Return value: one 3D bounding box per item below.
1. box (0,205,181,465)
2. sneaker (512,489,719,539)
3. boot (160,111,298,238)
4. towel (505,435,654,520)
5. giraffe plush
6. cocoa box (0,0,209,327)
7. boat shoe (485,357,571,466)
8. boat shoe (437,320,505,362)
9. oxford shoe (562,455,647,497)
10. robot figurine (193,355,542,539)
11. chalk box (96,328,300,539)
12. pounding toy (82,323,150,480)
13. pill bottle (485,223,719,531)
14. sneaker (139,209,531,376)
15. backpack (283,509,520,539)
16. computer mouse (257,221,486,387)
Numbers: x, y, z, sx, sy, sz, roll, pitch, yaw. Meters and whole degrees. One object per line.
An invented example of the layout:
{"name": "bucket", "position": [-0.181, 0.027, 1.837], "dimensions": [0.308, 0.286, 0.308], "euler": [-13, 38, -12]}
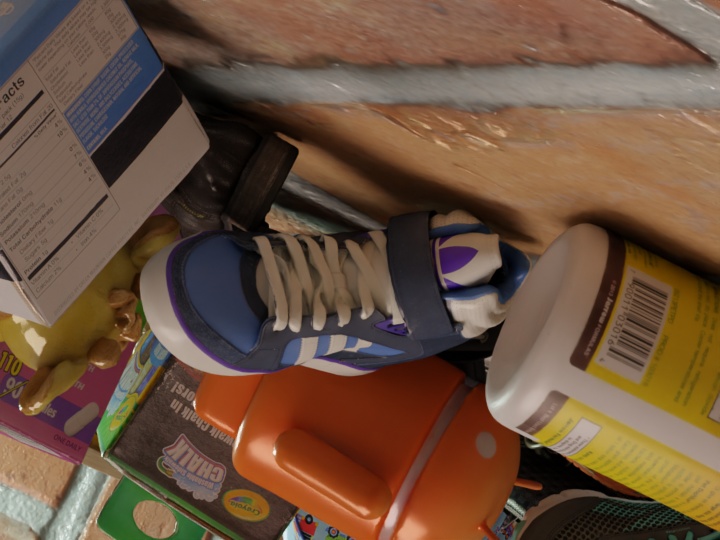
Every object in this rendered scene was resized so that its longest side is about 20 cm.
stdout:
{"name": "box", "position": [-0.210, -0.015, 1.639], "dimensions": [0.176, 0.201, 0.096], "euler": [33, 168, -40]}
{"name": "sneaker", "position": [0.172, 0.164, 1.601], "dimensions": [0.199, 0.078, 0.091], "euler": [-7, -175, -38]}
{"name": "boot", "position": [-0.127, -0.079, 1.523], "dimensions": [0.173, 0.070, 0.200], "euler": [29, 164, -6]}
{"name": "towel", "position": [0.164, 0.151, 1.806], "dimensions": [0.199, 0.035, 0.192], "euler": [5, -159, -38]}
{"name": "giraffe plush", "position": [-0.190, 0.007, 1.481], "dimensions": [0.199, 0.174, 0.162], "euler": [13, 180, -38]}
{"name": "cocoa box", "position": [-0.202, -0.082, 1.352], "dimensions": [0.199, 0.134, 0.132], "euler": [17, 148, 41]}
{"name": "boat shoe", "position": [0.136, 0.092, 1.773], "dimensions": [0.199, 0.064, 0.071], "euler": [25, 172, 2]}
{"name": "boat shoe", "position": [0.121, 0.050, 1.567], "dimensions": [0.199, 0.063, 0.073], "euler": [20, 171, 35]}
{"name": "oxford shoe", "position": [0.205, 0.104, 1.702], "dimensions": [0.199, 0.072, 0.073], "euler": [18, 153, 4]}
{"name": "robot figurine", "position": [0.007, 0.092, 1.586], "dimensions": [0.199, 0.117, 0.144], "euler": [29, 165, 8]}
{"name": "chalk box", "position": [-0.085, 0.090, 1.723], "dimensions": [0.124, 0.201, 0.124], "euler": [35, -176, -12]}
{"name": "pounding toy", "position": [-0.140, 0.049, 1.955], "dimensions": [0.183, 0.201, 0.142], "euler": [21, -161, 21]}
{"name": "pill bottle", "position": [0.170, 0.065, 1.372], "dimensions": [0.199, 0.110, 0.109], "euler": [27, 171, -10]}
{"name": "sneaker", "position": [-0.001, 0.001, 1.443], "dimensions": [0.146, 0.081, 0.199], "euler": [-25, 157, 35]}
{"name": "backpack", "position": [0.030, 0.146, 1.942], "dimensions": [0.182, 0.201, 0.135], "euler": [23, 171, 15]}
{"name": "computer mouse", "position": [0.000, 0.000, 1.670], "dimensions": [0.199, 0.046, 0.140], "euler": [35, -179, 7]}
